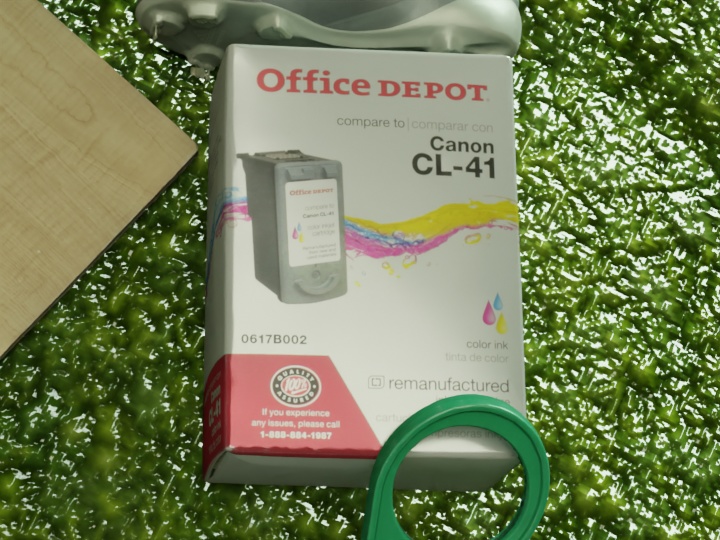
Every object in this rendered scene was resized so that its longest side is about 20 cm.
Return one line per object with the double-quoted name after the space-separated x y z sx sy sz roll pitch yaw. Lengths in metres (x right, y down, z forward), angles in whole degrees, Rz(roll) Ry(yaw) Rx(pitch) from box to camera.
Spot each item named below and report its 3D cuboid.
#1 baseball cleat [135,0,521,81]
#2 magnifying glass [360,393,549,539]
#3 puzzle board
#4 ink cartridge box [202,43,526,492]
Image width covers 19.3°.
-0.017 -0.147 1.075 0.199 0.070 0.107 6 65 -19 "baseball cleat"
0.013 0.145 0.962 0.079 0.022 0.201 31 97 -17 "magnifying glass"
-0.201 -0.072 1.038 0.200 0.017 0.151 41 72 4 "puzzle board"
0.000 0.000 1.017 0.147 0.086 0.201 2 75 -9 "ink cartridge box"
